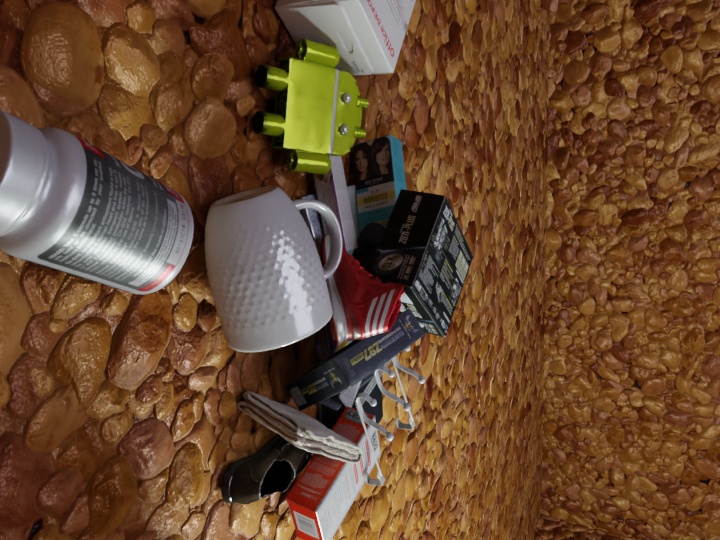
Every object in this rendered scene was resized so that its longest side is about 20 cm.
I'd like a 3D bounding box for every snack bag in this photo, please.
[{"bbox_3d":[-0.031,-0.037,1.058,0.188,0.021,0.205,-23,103,-60],"label":"snack bag"}]

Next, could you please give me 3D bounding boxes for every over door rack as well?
[{"bbox_3d":[0.056,0.243,1.043,0.148,0.065,0.204,-48,140,-47],"label":"over door rack"}]

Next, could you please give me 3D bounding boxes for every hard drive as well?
[{"bbox_3d":[-0.012,0.265,1.172,0.199,0.042,0.138,-26,118,-59],"label":"hard drive"}]

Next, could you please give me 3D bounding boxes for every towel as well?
[{"bbox_3d":[-0.085,0.236,0.929,0.035,0.131,0.200,-61,148,-9],"label":"towel"}]

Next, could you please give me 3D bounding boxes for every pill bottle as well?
[{"bbox_3d":[-0.256,-0.056,0.561,0.199,0.112,0.117,32,67,-60],"label":"pill bottle"}]

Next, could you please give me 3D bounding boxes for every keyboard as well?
[{"bbox_3d":[0.004,0.153,1.132,0.057,0.010,0.203,56,45,-43],"label":"keyboard"}]

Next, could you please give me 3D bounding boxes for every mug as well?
[{"bbox_3d":[-0.105,-0.019,0.806,0.198,0.146,0.179,-24,110,-32],"label":"mug"}]

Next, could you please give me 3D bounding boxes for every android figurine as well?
[{"bbox_3d":[-0.066,-0.235,0.909,0.197,0.041,0.187,1,99,-42],"label":"android figurine"}]

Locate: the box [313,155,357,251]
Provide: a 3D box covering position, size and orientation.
[{"bbox_3d":[-0.046,-0.130,0.993,0.041,0.038,0.205,-20,100,-58],"label":"box"}]

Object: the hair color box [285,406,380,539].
[{"bbox_3d":[-0.039,0.338,1.027,0.200,0.060,0.103,-49,140,-44],"label":"hair color box"}]

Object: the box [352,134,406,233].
[{"bbox_3d":[0.038,-0.130,1.104,0.049,0.081,0.205,8,74,-60],"label":"box"}]

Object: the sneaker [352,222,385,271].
[{"bbox_3d":[0.000,0.000,1.011,0.085,0.073,0.204,48,48,-54],"label":"sneaker"}]

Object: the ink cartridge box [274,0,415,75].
[{"bbox_3d":[-0.012,-0.421,0.935,0.147,0.142,0.204,48,53,-54],"label":"ink cartridge box"}]

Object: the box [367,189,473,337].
[{"bbox_3d":[0.106,-0.008,1.039,0.200,0.085,0.166,50,58,-54],"label":"box"}]

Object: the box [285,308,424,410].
[{"bbox_3d":[-0.012,0.140,0.953,0.156,0.200,0.052,-31,86,-34],"label":"box"}]

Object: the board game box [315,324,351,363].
[{"bbox_3d":[-0.019,0.078,1.130,0.199,0.034,0.139,-34,124,-57],"label":"board game box"}]

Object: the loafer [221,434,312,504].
[{"bbox_3d":[-0.123,0.303,0.931,0.199,0.070,0.075,-14,108,-62],"label":"loafer"}]

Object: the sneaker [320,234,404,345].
[{"bbox_3d":[0.002,0.023,0.916,0.079,0.113,0.203,93,-10,-49],"label":"sneaker"}]
